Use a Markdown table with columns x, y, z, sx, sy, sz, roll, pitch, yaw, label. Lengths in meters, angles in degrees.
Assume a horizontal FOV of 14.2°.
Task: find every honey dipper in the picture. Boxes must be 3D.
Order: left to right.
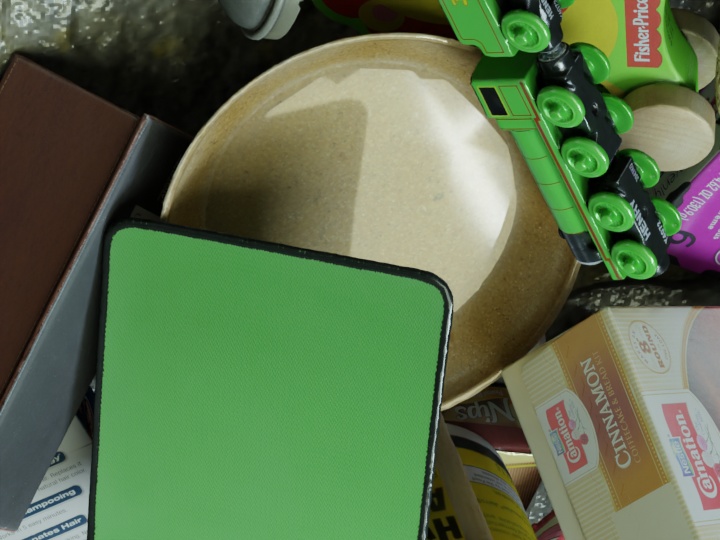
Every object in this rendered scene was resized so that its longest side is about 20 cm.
| x | y | z | sx | sy | sz | roll | pitch | yaw | label |
| --- | --- | --- | --- | --- | --- | --- | --- | --- | --- |
| 0.037 | 0.083 | 1.386 | 0.038 | 0.200 | 0.038 | -9 | 131 | -10 | honey dipper |

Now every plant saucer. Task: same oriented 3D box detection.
| x | y | z | sx | sy | sz | roll | pitch | yaw | label |
| --- | --- | --- | --- | --- | --- | --- | --- | --- | --- |
| 0.004 | -0.022 | 1.315 | 0.199 | 0.035 | 0.201 | -6 | 119 | -10 | plant saucer |

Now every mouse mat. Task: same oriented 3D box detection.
| x | y | z | sx | sy | sz | roll | pitch | yaw | label |
| --- | --- | --- | --- | --- | --- | --- | --- | --- | --- |
| -0.044 | 0.078 | 1.303 | 0.160 | 0.008 | 0.201 | 11 | 117 | 10 | mouse mat |

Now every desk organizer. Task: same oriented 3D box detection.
| x | y | z | sx | sy | sz | roll | pitch | yaw | label |
| --- | --- | --- | --- | --- | --- | --- | --- | --- | --- |
| -0.157 | 0.010 | 1.318 | 0.201 | 0.077 | 0.072 | -63 | 158 | 1 | desk organizer |

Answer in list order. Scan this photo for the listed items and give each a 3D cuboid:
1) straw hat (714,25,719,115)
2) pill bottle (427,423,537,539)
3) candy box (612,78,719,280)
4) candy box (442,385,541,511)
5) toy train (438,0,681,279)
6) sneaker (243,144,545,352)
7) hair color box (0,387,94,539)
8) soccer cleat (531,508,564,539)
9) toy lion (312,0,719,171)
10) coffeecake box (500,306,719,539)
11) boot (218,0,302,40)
| x | y | z | sx | sy | sz | roll | pitch | yaw | label |
| --- | --- | --- | --- | --- | --- | --- | --- | --- | --- |
| 0.197 | -0.092 | 1.269 | 0.085 | 0.202 | 0.202 | -10 | 135 | 14 | straw hat |
| 0.046 | 0.176 | 1.395 | 0.111 | 0.200 | 0.112 | -10 | 131 | -12 | pill bottle |
| 0.241 | -0.045 | 1.427 | 0.199 | 0.061 | 0.136 | 17 | 132 | -30 | candy box |
| 0.010 | 0.148 | 1.532 | 0.115 | 0.055 | 0.201 | 6 | 126 | -24 | candy box |
| 0.082 | -0.073 | 1.254 | 0.056 | 0.042 | 0.200 | 1 | 134 | 37 | toy train |
| 0.000 | 0.000 | 1.392 | 0.200 | 0.075 | 0.085 | 35 | 111 | -27 | sneaker |
| -0.158 | 0.120 | 1.448 | 0.100 | 0.061 | 0.200 | -23 | 133 | 4 | hair color box |
| 0.082 | 0.168 | 1.503 | 0.200 | 0.076 | 0.067 | -52 | 133 | 3 | soccer cleat |
| 0.062 | -0.132 | 1.280 | 0.190 | 0.069 | 0.200 | 2 | 142 | 10 | toy lion |
| 0.177 | 0.099 | 1.372 | 0.073 | 0.154 | 0.199 | -34 | 158 | 36 | coffeecake box |
| -0.117 | -0.180 | 1.183 | 0.199 | 0.073 | 0.183 | -6 | 108 | -23 | boot |
